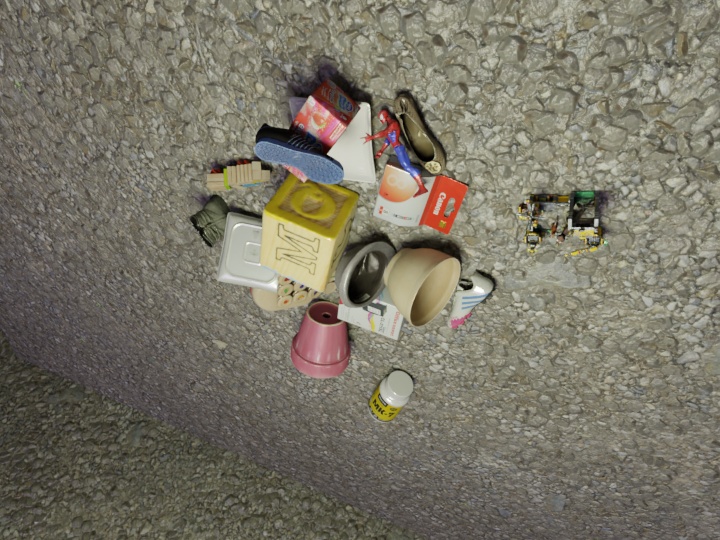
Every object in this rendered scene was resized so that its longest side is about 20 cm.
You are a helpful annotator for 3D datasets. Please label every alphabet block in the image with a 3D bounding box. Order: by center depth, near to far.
[{"bbox_3d":[-0.135,-0.104,1.329,0.193,0.197,0.202,21,139,4],"label":"alphabet block"}]

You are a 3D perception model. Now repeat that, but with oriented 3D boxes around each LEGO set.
[{"bbox_3d":[0.435,-0.086,1.108,0.196,0.117,0.156,9,135,19],"label":"LEGO set"}]

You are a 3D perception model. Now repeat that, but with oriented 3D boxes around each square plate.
[{"bbox_3d":[-0.060,-0.307,1.203,0.195,0.029,0.202,10,134,18],"label":"square plate"},{"bbox_3d":[-0.303,-0.050,1.466,0.196,0.028,0.202,11,92,0],"label":"square plate"}]

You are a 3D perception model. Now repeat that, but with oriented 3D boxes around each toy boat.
[{"bbox_3d":[-0.241,0.036,1.571,0.196,0.131,0.132,-9,126,-20],"label":"toy boat"}]

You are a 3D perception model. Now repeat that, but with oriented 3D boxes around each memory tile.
[{"bbox_3d":[-0.151,0.035,1.493,0.017,0.197,0.155,54,148,33],"label":"memory tile"}]

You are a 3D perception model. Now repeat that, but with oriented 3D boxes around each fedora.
[{"bbox_3d":[0.000,0.000,1.398,0.090,0.202,0.176,32,-175,41],"label":"fedora"}]

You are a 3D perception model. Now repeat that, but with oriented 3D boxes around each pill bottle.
[{"bbox_3d":[0.105,0.437,1.783,0.113,0.115,0.201,26,137,1],"label":"pill bottle"}]

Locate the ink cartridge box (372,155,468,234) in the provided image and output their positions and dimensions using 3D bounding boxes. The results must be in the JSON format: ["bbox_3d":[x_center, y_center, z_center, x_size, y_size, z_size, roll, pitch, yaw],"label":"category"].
[{"bbox_3d":[0.138,-0.166,1.235,0.197,0.050,0.164,25,138,8],"label":"ink cartridge box"}]

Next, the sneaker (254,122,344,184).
[{"bbox_3d":[-0.123,-0.250,1.076,0.197,0.079,0.070,19,138,-23],"label":"sneaker"}]

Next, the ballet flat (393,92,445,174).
[{"bbox_3d":[0.127,-0.290,1.122,0.066,0.047,0.201,-11,125,35],"label":"ballet flat"}]

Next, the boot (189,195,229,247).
[{"bbox_3d":[-0.410,-0.108,1.507,0.067,0.132,0.201,-14,124,36],"label":"boot"}]

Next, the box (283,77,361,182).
[{"bbox_3d":[-0.100,-0.303,1.126,0.099,0.096,0.200,38,136,-12],"label":"box"}]

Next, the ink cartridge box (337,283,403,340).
[{"bbox_3d":[0.041,0.102,1.515,0.197,0.083,0.147,19,136,10],"label":"ink cartridge box"}]

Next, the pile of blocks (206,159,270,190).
[{"bbox_3d":[-0.326,-0.260,1.384,0.196,0.082,0.063,-5,87,19],"label":"pile of blocks"}]

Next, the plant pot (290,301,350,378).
[{"bbox_3d":[-0.119,0.207,1.634,0.197,0.200,0.182,17,121,10],"label":"plant pot"}]

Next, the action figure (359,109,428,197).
[{"bbox_3d":[0.067,-0.249,1.133,0.098,0.065,0.203,-23,97,2],"label":"action figure"}]

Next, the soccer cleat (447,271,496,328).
[{"bbox_3d":[0.281,0.077,1.390,0.086,0.070,0.201,38,132,2],"label":"soccer cleat"}]

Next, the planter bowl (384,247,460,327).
[{"bbox_3d":[0.146,0.024,1.329,0.134,0.199,0.202,36,145,31],"label":"planter bowl"}]
